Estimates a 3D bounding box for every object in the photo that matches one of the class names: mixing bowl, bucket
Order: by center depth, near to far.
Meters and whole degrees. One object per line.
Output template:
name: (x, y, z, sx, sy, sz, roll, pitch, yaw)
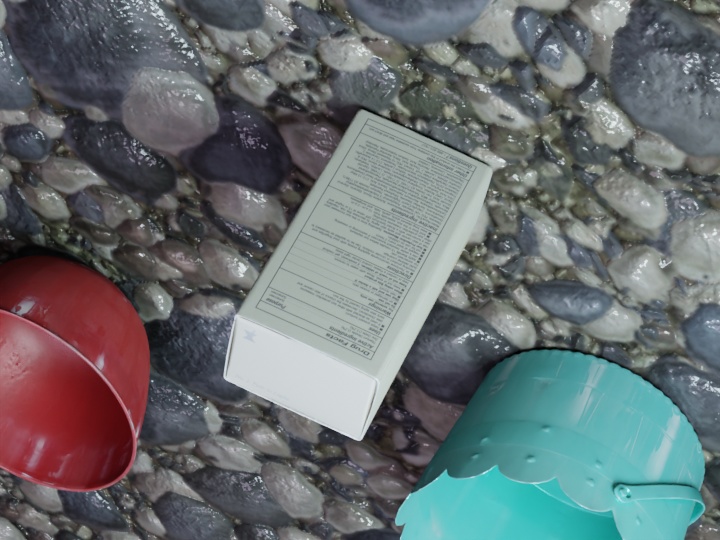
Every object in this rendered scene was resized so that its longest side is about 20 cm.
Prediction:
bucket: (0.140, 0.164, 1.775, 0.206, 0.135, 0.208, 19, 141, 16)
mixing bowl: (-0.238, 0.062, 1.931, 0.199, 0.109, 0.201, 18, 140, 15)

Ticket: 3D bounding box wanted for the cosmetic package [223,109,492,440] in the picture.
cosmetic package: (0.000, 0.000, 1.634, 0.103, 0.200, 0.073, 25, 143, 8)
